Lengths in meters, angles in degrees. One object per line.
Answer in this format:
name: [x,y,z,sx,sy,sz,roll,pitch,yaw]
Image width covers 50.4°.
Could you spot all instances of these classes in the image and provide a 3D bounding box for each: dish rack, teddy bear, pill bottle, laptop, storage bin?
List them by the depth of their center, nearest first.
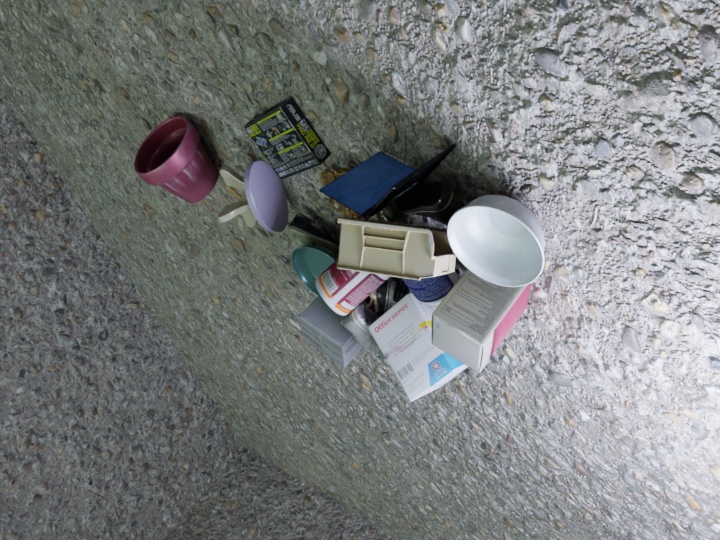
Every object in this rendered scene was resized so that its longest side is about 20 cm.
laptop: [0.050,-0.197,1.484,0.117,0.186,0.200,51,148,3]
storage bin: [0.075,-0.043,1.486,0.193,0.096,0.199,8,-175,18]
pill bottle: [0.152,0.004,1.682,0.118,0.121,0.201,12,150,45]
teddy bear: [-0.030,-0.178,1.768,0.144,0.067,0.202,38,160,32]
pill bottle: [0.000,0.000,1.779,0.114,0.199,0.115,44,-162,-18]
dish rack: [0.030,0.026,1.938,0.197,0.055,0.155,27,150,10]

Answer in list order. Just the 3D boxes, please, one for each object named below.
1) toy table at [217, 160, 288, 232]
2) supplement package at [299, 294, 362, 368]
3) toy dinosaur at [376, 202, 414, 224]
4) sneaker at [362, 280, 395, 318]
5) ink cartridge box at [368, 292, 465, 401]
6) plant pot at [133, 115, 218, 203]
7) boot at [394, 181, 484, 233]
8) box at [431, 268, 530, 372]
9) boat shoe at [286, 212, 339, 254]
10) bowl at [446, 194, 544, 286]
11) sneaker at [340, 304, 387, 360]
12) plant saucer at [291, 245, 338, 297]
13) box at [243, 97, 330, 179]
toy table: [-0.280,-0.188,1.979,0.115,0.184,0.204,1,121,31]
supplement package: [-0.041,0.123,2.035,0.154,0.200,0.112,31,150,23]
toy dinosaur: [0.068,-0.117,1.712,0.102,0.077,0.200,37,176,38]
sneaker: [0.042,0.093,1.902,0.077,0.080,0.203,7,138,3]
ink cartridge box: [0.147,0.168,1.788,0.146,0.145,0.203,-40,73,31]
plant pot: [-0.495,-0.291,2.115,0.197,0.203,0.179,14,156,44]
boot: [0.163,-0.118,1.576,0.137,0.079,0.199,32,177,-25]
box: [0.250,0.085,1.584,0.126,0.200,0.110,29,149,25]
boat shoe: [-0.093,-0.081,1.980,0.197,0.069,0.072,29,146,-5]
bowl: [0.270,-0.072,1.448,0.198,0.091,0.203,25,145,19]
sneaker: [0.033,0.163,1.874,0.081,0.076,0.200,-26,118,34]
plant saucer: [-0.085,0.004,1.929,0.197,0.036,0.202,26,146,18]
box: [-0.175,-0.306,1.796,0.162,0.044,0.198,54,151,-17]
